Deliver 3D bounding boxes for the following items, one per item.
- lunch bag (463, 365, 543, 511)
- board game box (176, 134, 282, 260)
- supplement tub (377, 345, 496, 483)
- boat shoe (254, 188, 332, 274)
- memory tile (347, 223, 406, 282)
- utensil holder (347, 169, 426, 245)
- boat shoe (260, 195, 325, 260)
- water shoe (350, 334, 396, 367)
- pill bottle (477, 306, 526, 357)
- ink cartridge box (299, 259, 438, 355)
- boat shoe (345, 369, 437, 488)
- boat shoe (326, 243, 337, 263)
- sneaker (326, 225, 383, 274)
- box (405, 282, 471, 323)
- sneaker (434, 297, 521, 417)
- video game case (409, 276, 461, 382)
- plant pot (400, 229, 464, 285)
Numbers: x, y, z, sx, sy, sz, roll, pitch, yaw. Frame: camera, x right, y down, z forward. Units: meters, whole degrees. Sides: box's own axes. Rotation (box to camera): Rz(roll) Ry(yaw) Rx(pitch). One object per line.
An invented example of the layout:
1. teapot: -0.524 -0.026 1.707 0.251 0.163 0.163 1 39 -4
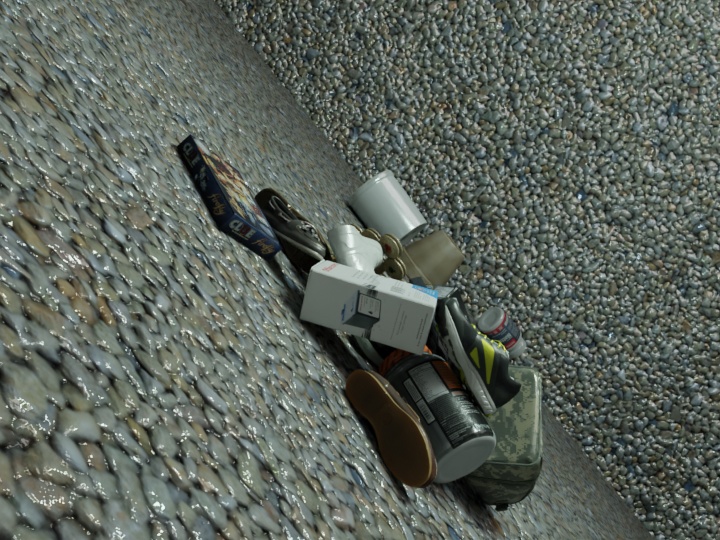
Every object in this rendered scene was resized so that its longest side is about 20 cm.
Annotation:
1. lunch bag: 0.238 0.284 1.423 0.168 0.138 0.201 77 16 -50
2. board game box: -0.212 -0.119 1.360 0.135 0.035 0.200 37 16 -54
3. supplement tub: 0.113 0.218 1.314 0.122 0.122 0.200 38 16 -52
4. boat shoe: -0.114 -0.065 1.528 0.200 0.071 0.076 53 -2 18
5. memory tile: 0.035 0.005 1.656 0.153 0.017 0.201 19 -46 42
6. utensil holder: 0.084 -0.177 2.580 0.201 0.170 0.170 55 10 8
7. boat shoe: -0.114 -0.076 1.406 0.067 0.057 0.200 34 -2 -42
8. water shoe: 0.064 0.143 1.502 0.200 0.079 0.072 42 13 -45
9. pill bottle: 0.562 0.248 3.301 0.200 0.119 0.120 45 11 -27
10. ink cartridge box: 0.017 0.054 1.334 0.199 0.087 0.146 15 9 5
11. boat shoe: 0.053 0.220 1.182 0.070 0.070 0.200 32 20 -51
12. boat shoe: -0.037 0.014 1.576 0.200 0.063 0.073 52 10 11
13. sneaker: 0.000 0.000 1.507 0.200 0.073 0.116 28 44 -66
14. box: 0.124 0.102 1.582 0.199 0.044 0.161 4 -55 49
15. sneaker: 0.181 0.123 1.299 0.201 0.084 0.074 65 -7 -14
16. video game case: 0.129 0.141 1.462 0.201 0.025 0.182 -116 -162 -44
17. plant pot: 0.234 -0.032 2.692 0.200 0.173 0.200 49 9 -11
